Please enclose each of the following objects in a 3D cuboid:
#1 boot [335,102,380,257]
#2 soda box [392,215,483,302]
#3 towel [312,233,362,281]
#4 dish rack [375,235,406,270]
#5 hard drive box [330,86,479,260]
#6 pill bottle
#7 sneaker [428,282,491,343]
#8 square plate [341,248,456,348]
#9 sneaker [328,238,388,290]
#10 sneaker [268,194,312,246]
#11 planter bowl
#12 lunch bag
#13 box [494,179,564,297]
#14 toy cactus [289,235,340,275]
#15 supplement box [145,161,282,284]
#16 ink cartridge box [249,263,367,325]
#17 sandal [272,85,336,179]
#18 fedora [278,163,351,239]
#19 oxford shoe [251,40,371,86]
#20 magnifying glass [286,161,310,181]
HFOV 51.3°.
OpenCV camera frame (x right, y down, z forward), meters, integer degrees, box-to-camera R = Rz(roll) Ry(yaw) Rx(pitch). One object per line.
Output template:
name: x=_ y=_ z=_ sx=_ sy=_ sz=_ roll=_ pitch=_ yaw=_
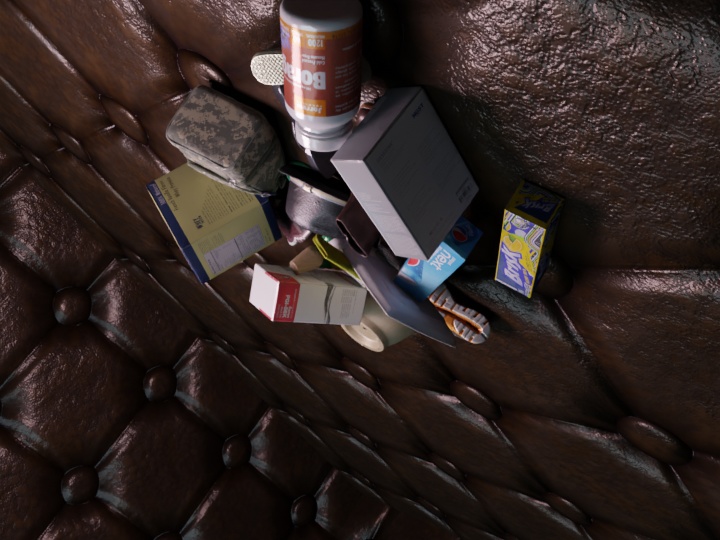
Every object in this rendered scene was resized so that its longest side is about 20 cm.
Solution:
boot: x=0.015 y=-0.140 z=1.182 sx=0.072 sy=0.167 sz=0.201 roll=16 pitch=150 yaw=39
soda box: x=0.125 y=-0.021 z=1.255 sx=0.068 sy=0.064 sz=0.200 roll=38 pitch=152 yaw=0
towel: x=0.000 y=0.000 z=1.378 sx=0.199 sy=0.018 sz=0.086 roll=32 pitch=-169 yaw=-33
dish rack: x=0.103 y=-0.042 z=1.390 sx=0.152 sy=0.055 sz=0.200 roll=36 pitch=159 yaw=7
hard drive box: x=0.072 y=-0.142 z=1.112 sx=0.076 sy=0.157 sz=0.201 roll=11 pitch=145 yaw=48
pill bottle: x=-0.052 y=-0.273 z=1.038 sx=0.111 sy=0.112 sz=0.202 roll=26 pitch=138 yaw=25
sneaker: x=0.170 y=0.079 z=1.498 sx=0.199 sy=0.079 sz=0.077 roll=40 pitch=178 yaw=11
square plate: x=0.076 y=0.043 z=1.356 sx=0.199 sy=0.029 sz=0.199 roll=27 pitch=-161 yaw=-41
sneaker: x=0.008 y=-0.011 z=1.462 sx=0.199 sy=0.072 sz=0.086 roll=23 pitch=-144 yaw=-54
sneaker: x=-0.148 y=-0.118 z=1.587 sx=0.115 sy=0.076 sz=0.200 roll=45 pitch=157 yaw=-10
planter bowl: x=0.035 y=0.087 z=1.627 sx=0.199 sy=0.135 sz=0.201 roll=31 pitch=157 yaw=15
lunch bag: x=-0.247 y=-0.235 z=1.443 sx=0.198 sy=0.141 sz=0.168 roll=27 pitch=171 yaw=23
box: x=0.255 y=-0.043 z=1.148 sx=0.069 sy=0.065 sz=0.201 roll=28 pitch=156 yaw=20
toy cactus: x=-0.072 y=-0.051 z=1.504 sx=0.103 sy=0.164 sz=0.200 roll=56 pitch=153 yaw=5
supplement box: x=-0.303 y=-0.122 z=1.562 sx=0.201 sy=0.198 sz=0.135 roll=53 pitch=167 yaw=31
ink cartridge box: x=-0.106 y=0.049 z=1.518 sx=0.197 sy=0.084 sz=0.146 roll=6 pitch=-169 yaw=-28
sandal: x=-0.089 y=-0.249 z=1.260 sx=0.042 sy=0.076 sz=0.202 roll=8 pitch=133 yaw=46
fedora: x=-0.064 y=-0.115 z=1.338 sx=0.198 sy=0.093 sz=0.201 roll=21 pitch=-167 yaw=-5
oxford shoe: x=-0.072 y=-0.314 z=1.133 sx=0.197 sy=0.058 sz=0.076 roll=9 pitch=128 yaw=24
magnifying glass: x=-0.067 y=-0.158 z=1.459 sx=0.198 sy=0.023 sz=0.080 roll=26 pitch=154 yaw=25
